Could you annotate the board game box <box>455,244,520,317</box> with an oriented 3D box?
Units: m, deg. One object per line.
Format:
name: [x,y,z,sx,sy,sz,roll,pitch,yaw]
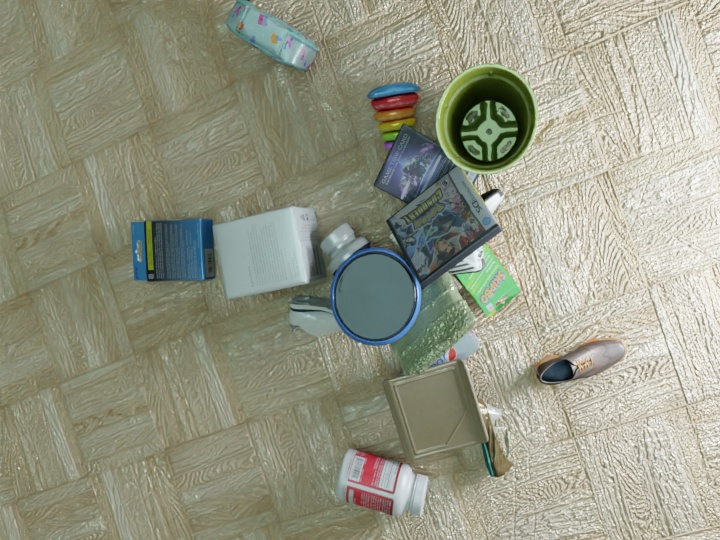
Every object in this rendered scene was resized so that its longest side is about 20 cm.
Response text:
board game box: [0.255,-0.006,1.419,0.095,0.030,0.202,-38,82,11]

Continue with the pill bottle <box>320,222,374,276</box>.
pill bottle: [0.000,0.000,1.440,0.110,0.111,0.202,-39,85,13]

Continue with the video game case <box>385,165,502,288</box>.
video game case: [0.168,-0.094,1.345,0.198,0.025,0.184,-36,56,13]

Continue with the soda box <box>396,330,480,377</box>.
soda box: [0.171,0.200,1.436,0.199,0.063,0.069,-43,86,13]

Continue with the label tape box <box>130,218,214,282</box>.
label tape box: [-0.455,-0.049,1.577,0.193,0.066,0.149,-1,93,17]

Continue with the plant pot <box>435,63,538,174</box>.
plant pot: [0.257,-0.294,1.318,0.193,0.184,0.208,1,95,13]

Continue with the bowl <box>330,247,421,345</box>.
bowl: [0.031,0.055,1.360,0.193,0.039,0.208,0,87,4]

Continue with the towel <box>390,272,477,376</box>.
towel: [0.142,0.114,1.375,0.199,0.036,0.151,-41,59,19]

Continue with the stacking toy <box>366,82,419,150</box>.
stacking toy: [0.082,-0.300,1.414,0.112,0.110,0.207,-9,104,0]

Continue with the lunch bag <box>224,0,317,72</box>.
lunch bag: [-0.194,-0.519,1.432,0.197,0.160,0.078,32,106,3]

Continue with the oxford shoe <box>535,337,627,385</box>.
oxford shoe: [0.464,0.198,1.358,0.195,0.073,0.073,-24,88,14]

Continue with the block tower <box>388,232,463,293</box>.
block tower: [0.148,-0.017,1.432,0.054,0.058,0.201,-40,86,13]

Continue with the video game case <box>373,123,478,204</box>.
video game case: [0.145,-0.203,1.397,0.196,0.019,0.146,26,107,-8]

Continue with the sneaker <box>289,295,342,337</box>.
sneaker: [-0.072,0.113,1.495,0.193,0.076,0.083,8,107,18]

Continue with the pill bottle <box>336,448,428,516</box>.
pill bottle: [0.050,0.482,1.462,0.194,0.112,0.116,12,97,13]

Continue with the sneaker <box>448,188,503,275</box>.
sneaker: [0.247,-0.072,1.383,0.200,0.076,0.116,-43,99,6]

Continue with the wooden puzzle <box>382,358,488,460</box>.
wooden puzzle: [0.161,0.301,1.404,0.194,0.037,0.191,-17,95,18]

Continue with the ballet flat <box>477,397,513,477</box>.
ballet flat: [0.286,0.349,1.424,0.070,0.068,0.206,-20,89,-6]

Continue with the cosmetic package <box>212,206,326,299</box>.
cosmetic package: [-0.200,-0.041,1.461,0.193,0.165,0.171,-11,91,13]
